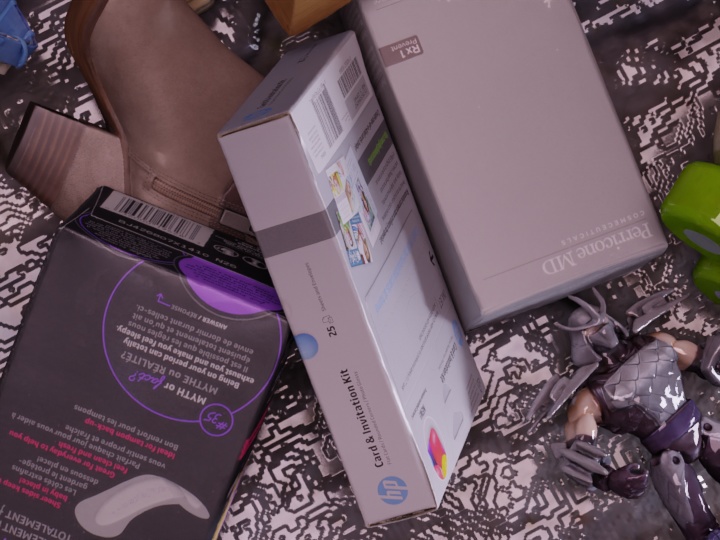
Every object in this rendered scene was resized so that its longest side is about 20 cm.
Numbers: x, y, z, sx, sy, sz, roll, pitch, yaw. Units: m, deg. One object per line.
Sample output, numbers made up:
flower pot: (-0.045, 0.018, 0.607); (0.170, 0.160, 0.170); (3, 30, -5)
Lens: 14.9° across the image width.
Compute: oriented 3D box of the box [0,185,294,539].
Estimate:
box: (-0.114, 0.078, 1.329); (0.122, 0.106, 0.200); (22, 104, 0)

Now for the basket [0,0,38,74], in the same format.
basket: (-0.227, -0.165, 1.330); (0.200, 0.176, 0.139); (-43, 54, 13)

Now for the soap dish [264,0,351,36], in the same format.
soap dish: (-0.022, -0.238, 1.324); (0.157, 0.081, 0.200); (-32, 83, -6)

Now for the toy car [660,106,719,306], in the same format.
toy car: (0.277, -0.037, 1.328); (0.200, 0.158, 0.164); (27, 79, 26)

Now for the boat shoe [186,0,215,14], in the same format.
boat shoe: (-0.043, -0.211, 1.407); (0.200, 0.075, 0.068); (-43, 89, 5)

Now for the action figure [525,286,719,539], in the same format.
action figure: (0.166, 0.090, 1.380); (0.130, 0.069, 0.200); (-38, 93, -18)

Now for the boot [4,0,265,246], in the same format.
boot: (-0.081, -0.091, 1.377); (0.146, 0.070, 0.200); (22, 104, -15)

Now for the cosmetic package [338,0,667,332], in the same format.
cosmetic package: (0.068, -0.079, 1.388); (0.107, 0.090, 0.200); (-23, 82, -7)

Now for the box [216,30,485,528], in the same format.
box: (0.000, 0.000, 1.316); (0.041, 0.156, 0.200); (-18, 105, 16)
